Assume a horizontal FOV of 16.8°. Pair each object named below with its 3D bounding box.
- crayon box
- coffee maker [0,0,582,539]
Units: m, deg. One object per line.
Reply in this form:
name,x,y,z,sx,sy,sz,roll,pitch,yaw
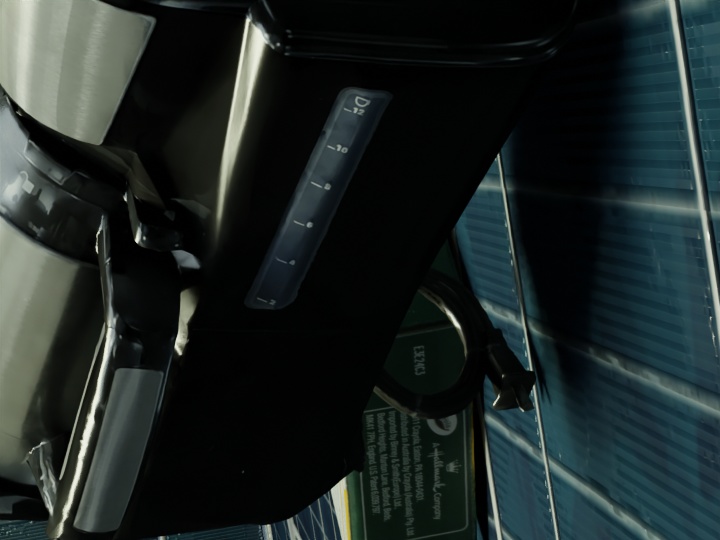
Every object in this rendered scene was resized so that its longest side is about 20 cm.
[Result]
crayon box,0.000,0.000,0.922,0.201,0.051,0.126,-106,9,-46
coffee maker,-0.023,-0.039,0.613,0.135,0.191,0.200,55,142,23
